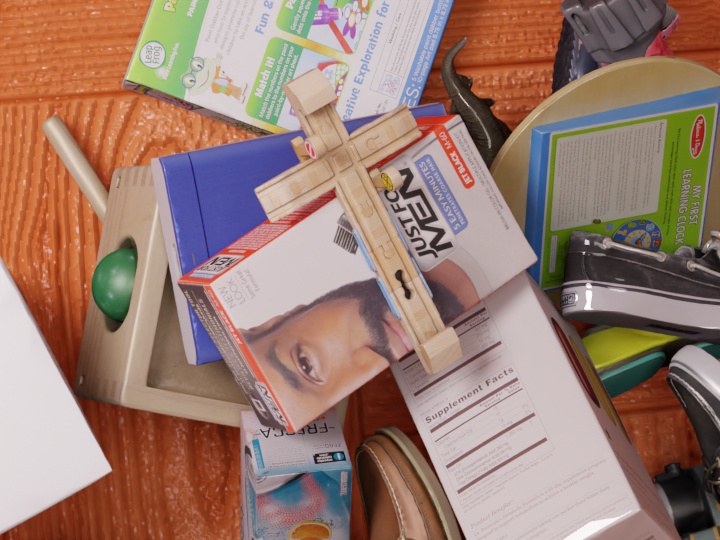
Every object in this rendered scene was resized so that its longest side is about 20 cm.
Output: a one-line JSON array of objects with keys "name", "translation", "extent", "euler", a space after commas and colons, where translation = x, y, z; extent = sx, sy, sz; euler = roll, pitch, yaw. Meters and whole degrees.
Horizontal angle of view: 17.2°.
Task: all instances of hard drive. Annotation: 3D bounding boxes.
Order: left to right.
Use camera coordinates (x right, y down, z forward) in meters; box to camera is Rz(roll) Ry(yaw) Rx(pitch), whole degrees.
[{"name": "hard drive", "translation": [-0.027, -0.025, 1.529], "extent": [0.199, 0.025, 0.132], "euler": [-13, 96, -24]}]

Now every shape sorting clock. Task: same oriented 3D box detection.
[{"name": "shape sorting clock", "translation": [0.170, -0.059, 1.591], "extent": [0.199, 0.039, 0.200], "euler": [-11, 131, -12]}]

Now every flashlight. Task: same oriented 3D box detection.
[{"name": "flashlight", "translation": [0.216, -0.129, 1.624], "extent": [0.200, 0.068, 0.068], "euler": [52, 51, -34]}]

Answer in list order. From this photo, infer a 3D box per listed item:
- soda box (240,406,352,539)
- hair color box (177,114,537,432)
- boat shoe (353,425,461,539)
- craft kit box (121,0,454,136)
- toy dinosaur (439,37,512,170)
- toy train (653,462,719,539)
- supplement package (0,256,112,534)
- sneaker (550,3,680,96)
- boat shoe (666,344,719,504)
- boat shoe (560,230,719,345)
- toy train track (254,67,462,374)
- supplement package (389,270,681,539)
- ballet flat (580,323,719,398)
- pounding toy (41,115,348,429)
[{"name": "soda box", "translation": [-0.044, 0.182, 1.554], "extent": [0.063, 0.068, 0.200], "euler": [-6, 128, -10]}, {"name": "hair color box", "translation": [0.000, 0.000, 1.493], "extent": [0.200, 0.064, 0.111], "euler": [-35, 105, -19]}, {"name": "boat shoe", "translation": [0.030, 0.197, 1.507], "extent": [0.068, 0.072, 0.200], "euler": [-16, 73, -18]}, {"name": "craft kit box", "translation": [-0.039, -0.186, 1.640], "extent": [0.197, 0.049, 0.201], "euler": [21, 84, -10]}, {"name": "toy dinosaur", "translation": [0.082, -0.070, 1.608], "extent": [0.077, 0.200, 0.102], "euler": [-5, 46, -19]}, {"name": "toy train", "translation": [0.296, 0.169, 1.662], "extent": [0.199, 0.085, 0.114], "euler": [-16, 78, -8]}, {"name": "supplement package", "translation": [-0.260, 0.094, 1.510], "extent": [0.152, 0.200, 0.151], "euler": [-28, 92, -9]}, {"name": "sneaker", "translation": [0.180, -0.157, 1.659], "extent": [0.082, 0.070, 0.201], "euler": [10, 87, -7]}, {"name": "boat shoe", "translation": [0.263, 0.141, 1.592], "extent": [0.057, 0.069, 0.200], "euler": [-35, 79, -11]}, {"name": "boat shoe", "translation": [0.227, 0.010, 1.597], "extent": [0.199, 0.074, 0.068], "euler": [8, 80, -13]}, {"name": "toy train track", "translation": [0.012, -0.029, 1.446], "extent": [0.115, 0.033, 0.200], "euler": [-31, 102, -21]}, {"name": "supplement package", "translation": [0.112, 0.116, 1.537], "extent": [0.109, 0.114, 0.200], "euler": [-31, 56, 10]}, {"name": "ballet flat", "translation": [0.207, 0.042, 1.665], "extent": [0.199, 0.067, 0.067], "euler": [-17, 69, -12]}, {"name": "pounding toy", "translation": [-0.114, 0.004, 1.582], "extent": [0.199, 0.142, 0.185], "euler": [12, 86, -24]}]
